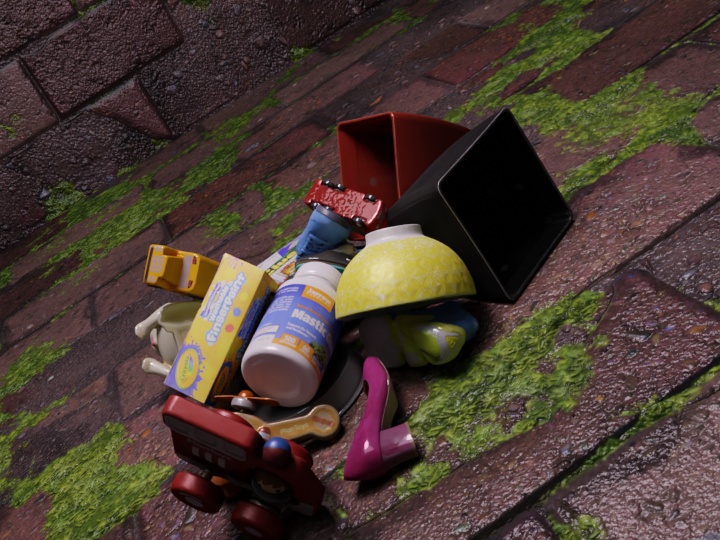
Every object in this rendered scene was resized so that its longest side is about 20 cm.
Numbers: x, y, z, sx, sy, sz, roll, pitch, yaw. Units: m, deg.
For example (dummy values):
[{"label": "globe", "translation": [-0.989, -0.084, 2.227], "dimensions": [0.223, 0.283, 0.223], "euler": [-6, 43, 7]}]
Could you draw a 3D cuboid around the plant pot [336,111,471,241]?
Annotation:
[{"label": "plant pot", "translation": [0.087, -0.159, 1.529], "dimensions": [0.174, 0.204, 0.199], "euler": [-9, 7, -27]}]

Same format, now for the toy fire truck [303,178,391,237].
[{"label": "toy fire truck", "translation": [-0.018, -0.085, 1.460], "dimensions": [0.198, 0.141, 0.049], "euler": [22, 77, 36]}]

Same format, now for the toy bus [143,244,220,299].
[{"label": "toy bus", "translation": [-0.269, 0.010, 1.478], "dimensions": [0.077, 0.200, 0.066], "euler": [9, 83, 20]}]

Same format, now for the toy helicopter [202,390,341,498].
[{"label": "toy helicopter", "translation": [-0.124, 0.212, 1.213], "dimensions": [0.197, 0.079, 0.134], "euler": [-14, 66, -5]}]

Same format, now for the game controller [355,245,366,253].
[{"label": "game controller", "translation": [0.026, -0.020, 1.476], "dimensions": [0.197, 0.043, 0.104], "euler": [-8, 11, 23]}]

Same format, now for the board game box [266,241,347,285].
[{"label": "board game box", "translation": [-0.121, 0.000, 1.580], "dimensions": [0.199, 0.024, 0.104], "euler": [-41, 22, -19]}]

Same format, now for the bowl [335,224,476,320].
[{"label": "bowl", "translation": [0.054, -0.002, 1.255], "dimensions": [0.197, 0.110, 0.200], "euler": [-10, -5, -1]}]

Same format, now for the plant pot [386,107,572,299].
[{"label": "plant pot", "translation": [0.160, -0.085, 1.351], "dimensions": [0.176, 0.201, 0.200], "euler": [-12, 29, 53]}]

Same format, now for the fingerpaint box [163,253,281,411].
[{"label": "fingerpaint box", "translation": [-0.185, 0.100, 1.331], "dimensions": [0.072, 0.167, 0.202], "euler": [21, 79, 16]}]

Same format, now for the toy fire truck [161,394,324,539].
[{"label": "toy fire truck", "translation": [-0.136, 0.224, 1.068], "dimensions": [0.197, 0.169, 0.113], "euler": [23, 61, 8]}]

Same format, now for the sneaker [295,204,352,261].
[{"label": "sneaker", "translation": [-0.063, -0.044, 1.425], "dimensions": [0.079, 0.065, 0.200], "euler": [-58, 3, -13]}]

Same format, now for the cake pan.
[{"label": "cake pan", "translation": [-0.084, 0.170, 1.323], "dimensions": [0.198, 0.037, 0.201], "euler": [-26, 25, 13]}]

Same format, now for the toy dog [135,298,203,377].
[{"label": "toy dog", "translation": [-0.287, 0.103, 1.543], "dimensions": [0.192, 0.141, 0.199], "euler": [-29, 11, -28]}]

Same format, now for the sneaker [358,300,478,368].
[{"label": "sneaker", "translation": [0.086, 0.086, 1.267], "dimensions": [0.104, 0.077, 0.199], "euler": [-24, 17, -33]}]

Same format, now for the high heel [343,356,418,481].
[{"label": "high heel", "translation": [0.004, 0.181, 1.157], "dimensions": [0.095, 0.068, 0.201], "euler": [-20, 28, -2]}]

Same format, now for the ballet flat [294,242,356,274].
[{"label": "ballet flat", "translation": [0.000, 0.000, 1.397], "dimensions": [0.197, 0.068, 0.069], "euler": [14, 53, 6]}]

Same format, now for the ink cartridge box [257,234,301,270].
[{"label": "ink cartridge box", "translation": [-0.119, 0.005, 1.662], "dimensions": [0.197, 0.044, 0.200], "euler": [-35, 23, -9]}]

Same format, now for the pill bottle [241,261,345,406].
[{"label": "pill bottle", "translation": [-0.084, 0.082, 1.290], "dimensions": [0.111, 0.113, 0.201], "euler": [-15, 34, 31]}]
